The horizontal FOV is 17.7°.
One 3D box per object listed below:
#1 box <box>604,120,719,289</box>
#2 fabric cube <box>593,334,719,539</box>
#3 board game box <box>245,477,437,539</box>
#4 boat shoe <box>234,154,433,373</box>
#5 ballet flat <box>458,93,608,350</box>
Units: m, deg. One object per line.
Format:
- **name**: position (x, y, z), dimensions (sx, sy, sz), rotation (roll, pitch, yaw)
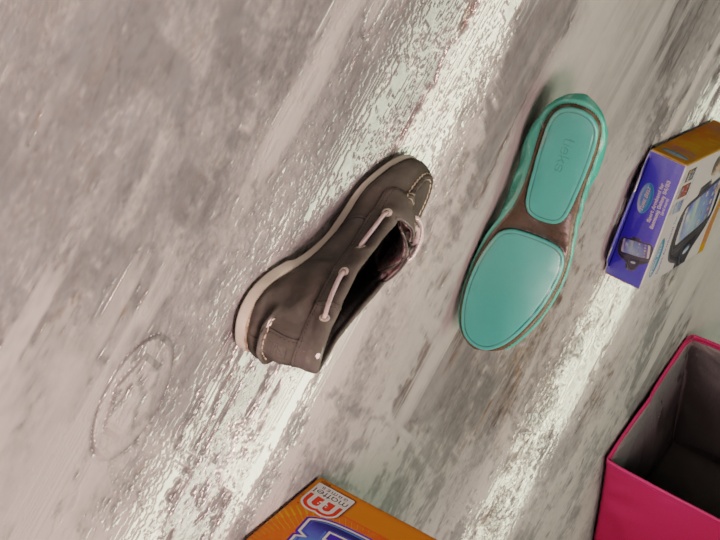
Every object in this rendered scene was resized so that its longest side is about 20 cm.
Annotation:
- **box**: position (0.275, -0.058, 2.027), dimensions (0.200, 0.041, 0.120), rotation (-28, 140, -62)
- **fabric cube**: position (0.372, 0.229, 2.387), dimensions (0.200, 0.195, 0.200), rotation (-51, 156, -33)
- **board game box**: position (-0.012, 0.299, 1.506), dimensions (0.200, 0.199, 0.201), rotation (-36, 146, -53)
- **boat shoe**: position (0.000, 0.000, 1.385), dimensions (0.200, 0.057, 0.067), rotation (-44, 152, -44)
- **ballet flat**: position (0.129, -0.035, 1.660), dimensions (0.070, 0.067, 0.201), rotation (-49, 161, -71)
